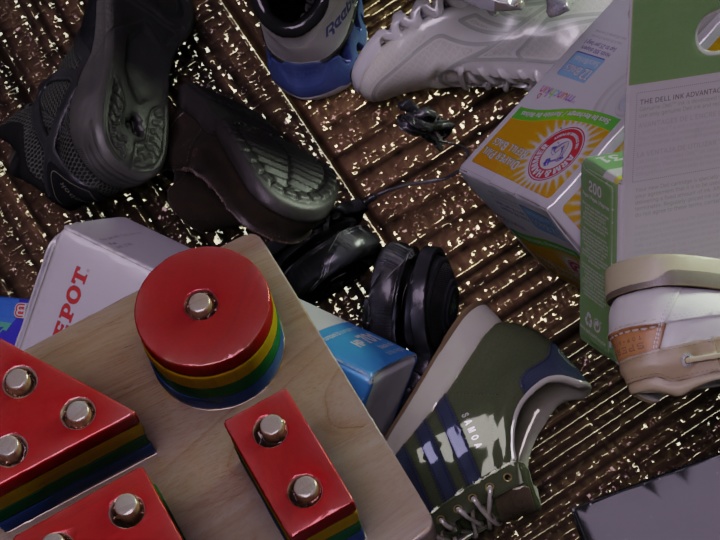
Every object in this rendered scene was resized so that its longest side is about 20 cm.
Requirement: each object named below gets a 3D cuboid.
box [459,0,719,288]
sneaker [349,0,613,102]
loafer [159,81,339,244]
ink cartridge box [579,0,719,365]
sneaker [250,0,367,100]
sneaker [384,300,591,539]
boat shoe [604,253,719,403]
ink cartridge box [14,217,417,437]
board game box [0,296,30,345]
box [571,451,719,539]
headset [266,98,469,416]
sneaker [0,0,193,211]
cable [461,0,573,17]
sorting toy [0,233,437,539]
[{"bbox_3d":[0.171,-0.084,1.048,0.200,0.112,0.101,-47,117,-4],"label":"box"},{"bbox_3d":[0.091,-0.136,1.120,0.200,0.075,0.081,-21,81,4],"label":"sneaker"},{"bbox_3d":[-0.070,-0.049,1.085,0.073,0.200,0.071,23,100,-22],"label":"loafer"},{"bbox_3d":[0.186,-0.060,0.967,0.145,0.048,0.200,-10,113,-20],"label":"ink cartridge box"},{"bbox_3d":[-0.033,-0.215,1.137,0.080,0.115,0.200,-3,74,8],"label":"sneaker"},{"bbox_3d":[0.056,0.118,1.050,0.090,0.067,0.200,26,75,19],"label":"sneaker"},{"bbox_3d":[0.214,0.039,0.941,0.200,0.075,0.068,5,73,-17],"label":"boat shoe"},{"bbox_3d":[-0.090,0.075,1.058,0.200,0.086,0.147,26,105,17],"label":"ink cartridge box"},{"bbox_3d":[-0.294,0.086,1.137,0.200,0.045,0.152,4,76,12],"label":"board game box"},{"bbox_3d":[0.224,0.147,0.970,0.200,0.149,0.124,-21,78,3],"label":"box"},{"bbox_3d":[0.000,0.000,1.083,0.123,0.094,0.200,29,93,16],"label":"headset"},{"bbox_3d":[-0.164,-0.119,1.152,0.114,0.076,0.200,-25,47,35],"label":"sneaker"},{"bbox_3d":[0.051,-0.234,1.073,0.200,0.069,0.200,19,39,8],"label":"cable"},{"bbox_3d":[-0.098,0.089,0.926,0.200,0.070,0.199,-28,61,-8],"label":"sorting toy"}]
